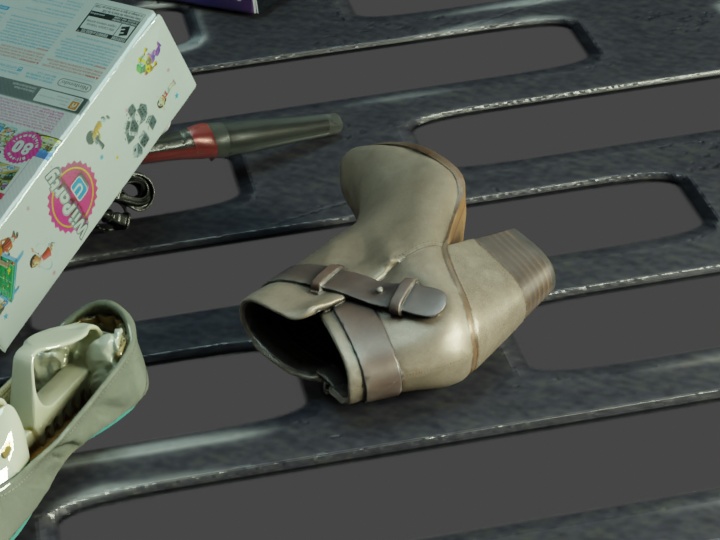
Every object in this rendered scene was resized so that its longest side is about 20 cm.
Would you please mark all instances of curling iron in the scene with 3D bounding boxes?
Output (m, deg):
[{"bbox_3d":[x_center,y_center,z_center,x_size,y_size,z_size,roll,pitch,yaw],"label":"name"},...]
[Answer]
[{"bbox_3d":[-0.091,-0.067,1.475,0.199,0.050,0.025,-20,8,-38],"label":"curling iron"}]

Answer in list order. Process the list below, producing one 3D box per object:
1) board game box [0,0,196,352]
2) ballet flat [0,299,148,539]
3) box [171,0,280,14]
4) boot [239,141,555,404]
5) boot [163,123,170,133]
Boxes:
[{"bbox_3d":[-0.208,-0.066,1.380,0.147,0.064,0.200,16,59,33],"label":"board game box"},{"bbox_3d":[-0.169,0.076,1.191,0.067,0.064,0.200,9,31,25],"label":"ballet flat"},{"bbox_3d":[-0.134,-0.279,1.763,0.199,0.149,0.104,11,32,29],"label":"box"},{"bbox_3d":[0.000,0.000,1.302,0.146,0.071,0.200,-24,33,-27],"label":"boot"},{"bbox_3d":[-0.191,-0.100,1.508,0.090,0.073,0.200,-26,16,-24],"label":"boot"}]
